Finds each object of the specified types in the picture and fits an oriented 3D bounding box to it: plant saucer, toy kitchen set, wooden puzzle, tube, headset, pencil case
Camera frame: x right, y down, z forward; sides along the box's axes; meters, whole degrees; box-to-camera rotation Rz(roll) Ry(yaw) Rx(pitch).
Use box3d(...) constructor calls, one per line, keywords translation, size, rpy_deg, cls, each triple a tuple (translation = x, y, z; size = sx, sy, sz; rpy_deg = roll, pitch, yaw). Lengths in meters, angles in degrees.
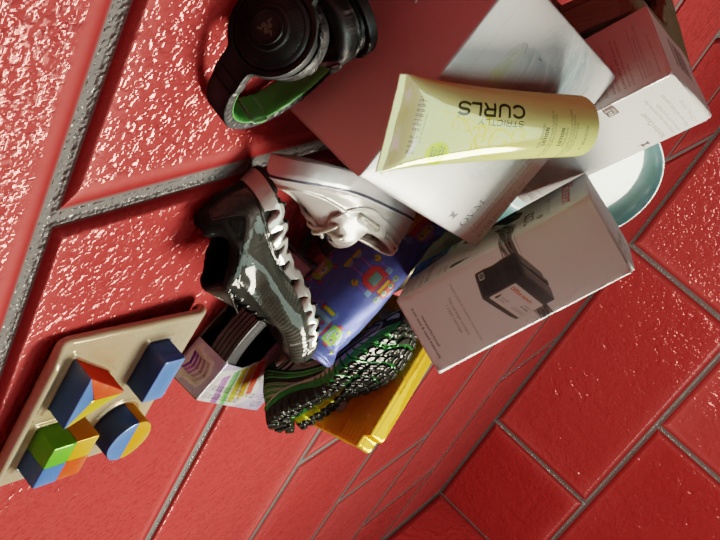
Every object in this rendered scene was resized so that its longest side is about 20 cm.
box3d(translation=(0.229, -0.110, 1.129), size=(0.201, 0.199, 0.028), rpy_deg=(114, -16, -45), cls="plant saucer")
box3d(translation=(0.221, -0.271, 1.072), size=(0.163, 0.181, 0.200), rpy_deg=(-19, 160, 29), cls="toy kitchen set")
box3d(translation=(-0.234, 0.124, 0.947), size=(0.200, 0.046, 0.186), rpy_deg=(-18, 146, -58), cls="wooden puzzle")
box3d(translation=(0.100, -0.112, 0.802), size=(0.199, 0.058, 0.052), rpy_deg=(-4, 170, -34), cls="tube")
box3d(translation=(-0.029, -0.164, 0.735), size=(0.123, 0.094, 0.200), rpy_deg=(-28, 165, -48), cls="headset")
box3d(translation=(0.000, 0.000, 1.035), size=(0.200, 0.087, 0.078), rpy_deg=(-49, 119, -4), cls="pencil case")

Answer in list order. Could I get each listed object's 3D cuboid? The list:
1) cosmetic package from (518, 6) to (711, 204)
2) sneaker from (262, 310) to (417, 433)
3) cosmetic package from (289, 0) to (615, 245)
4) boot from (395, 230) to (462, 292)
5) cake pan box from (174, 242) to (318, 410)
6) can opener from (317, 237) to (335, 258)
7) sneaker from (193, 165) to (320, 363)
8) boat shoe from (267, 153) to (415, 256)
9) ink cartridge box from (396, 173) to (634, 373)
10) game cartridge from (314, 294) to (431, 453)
box3d(translation=(0.212, -0.151, 0.984), size=(0.199, 0.081, 0.113), rpy_deg=(-28, 150, 28), cls="cosmetic package")
box3d(translation=(-0.029, 0.092, 1.091), size=(0.199, 0.086, 0.078), rpy_deg=(-31, 148, 20), cls="sneaker")
box3d(translation=(0.081, -0.155, 0.883), size=(0.200, 0.123, 0.200), rpy_deg=(-51, 142, 11), cls="cosmetic package")
box3d(translation=(0.071, 0.001, 1.109), size=(0.200, 0.097, 0.075), rpy_deg=(-46, 167, -16), cls="boot")
box3d(translation=(-0.102, 0.066, 1.133), size=(0.184, 0.052, 0.200), rpy_deg=(-50, 162, -1), cls="cake pan box")
box3d(translation=(0.007, -0.037, 1.170), size=(0.053, 0.067, 0.200), rpy_deg=(-34, -178, 21), cls="can opener")
box3d(translation=(-0.097, 0.010, 0.920), size=(0.090, 0.066, 0.201), rpy_deg=(-28, 126, -20), cls="sneaker")
box3d(translation=(-0.017, -0.054, 0.911), size=(0.200, 0.072, 0.066), rpy_deg=(16, 90, -61), cls="boat shoe")
box3d(translation=(0.147, -0.001, 0.975), size=(0.199, 0.084, 0.145), rpy_deg=(-29, -174, 16), cls="ink cartridge box")
box3d(translation=(-0.004, 0.102, 1.174), size=(0.032, 0.200, 0.177), rpy_deg=(40, 75, -33), cls="game cartridge")
